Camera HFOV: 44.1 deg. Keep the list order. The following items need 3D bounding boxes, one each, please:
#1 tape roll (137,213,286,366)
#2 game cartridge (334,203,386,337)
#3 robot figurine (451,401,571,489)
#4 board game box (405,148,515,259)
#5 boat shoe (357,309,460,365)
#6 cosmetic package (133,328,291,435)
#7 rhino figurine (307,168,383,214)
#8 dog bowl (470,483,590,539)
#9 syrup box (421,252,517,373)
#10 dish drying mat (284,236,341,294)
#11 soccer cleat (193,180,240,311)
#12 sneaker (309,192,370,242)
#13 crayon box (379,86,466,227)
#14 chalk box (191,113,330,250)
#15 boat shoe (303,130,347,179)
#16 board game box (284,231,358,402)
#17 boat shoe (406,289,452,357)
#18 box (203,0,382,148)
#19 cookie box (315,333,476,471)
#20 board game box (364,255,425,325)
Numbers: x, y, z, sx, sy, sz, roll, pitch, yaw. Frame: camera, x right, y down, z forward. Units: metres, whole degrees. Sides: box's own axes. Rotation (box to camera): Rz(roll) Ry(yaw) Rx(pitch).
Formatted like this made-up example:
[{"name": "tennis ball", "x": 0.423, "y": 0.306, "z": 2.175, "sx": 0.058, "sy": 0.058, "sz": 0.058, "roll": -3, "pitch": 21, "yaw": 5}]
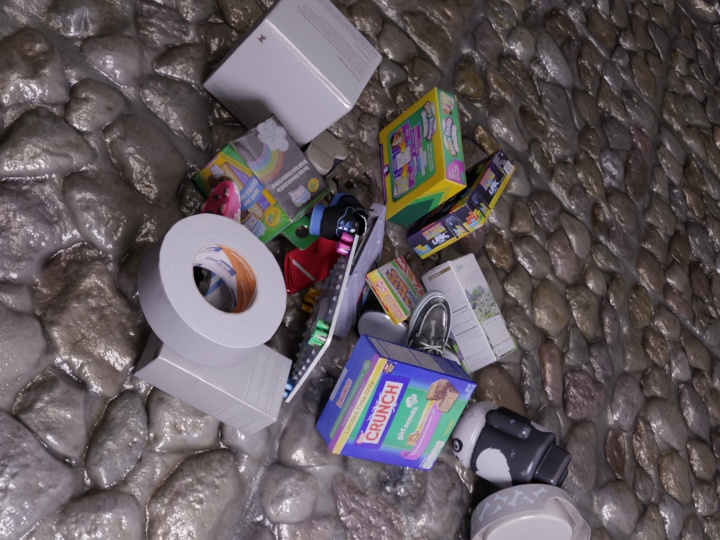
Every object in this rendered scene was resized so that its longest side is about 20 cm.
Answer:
[{"name": "tape roll", "x": -0.200, "y": 0.025, "z": 1.213, "sx": 0.199, "sy": 0.066, "sz": 0.202, "roll": 23, "pitch": 51, "yaw": -31}, {"name": "game cartridge", "x": 0.000, "y": 0.000, "z": 1.482, "sx": 0.038, "sy": 0.130, "sz": 0.201, "roll": 12, "pitch": 48, "yaw": 14}, {"name": "robot figurine", "x": 0.249, "y": 0.304, "z": 1.494, "sx": 0.199, "sy": 0.152, "sz": 0.124, "roll": 25, "pitch": 15, "yaw": 24}, {"name": "board game box", "x": 0.191, "y": -0.128, "z": 1.685, "sx": 0.057, "sy": 0.165, "sz": 0.200, "roll": 48, "pitch": 44, "yaw": -13}, {"name": "boat shoe", "x": 0.082, "y": 0.119, "z": 1.530, "sx": 0.199, "sy": 0.072, "sz": 0.068, "roll": 25, "pitch": 18, "yaw": -13}, {"name": "cosmetic package", "x": -0.204, "y": 0.136, "z": 1.249, "sx": 0.199, "sy": 0.090, "sz": 0.108, "roll": 33, "pitch": 48, "yaw": -21}, {"name": "rhino figurine", "x": -0.035, "y": -0.119, "z": 1.556, "sx": 0.199, "sy": 0.060, "sz": 0.088, "roll": -18, "pitch": 77, "yaw": -44}, {"name": "dog bowl", "x": 0.270, "y": 0.420, "z": 1.448, "sx": 0.199, "sy": 0.200, "sz": 0.059, "roll": 27, "pitch": 36, "yaw": -28}, {"name": "syrup box", "x": 0.201, "y": 0.077, "z": 1.644, "sx": 0.078, "sy": 0.081, "sz": 0.202, "roll": -19, "pitch": 81, "yaw": -47}, {"name": "dish drying mat", "x": -0.055, "y": -0.026, "z": 1.490, "sx": 0.199, "sy": 0.018, "sz": 0.078, "roll": -27, "pitch": 122, "yaw": -46}, {"name": "soccer cleat", "x": -0.209, "y": -0.033, "z": 1.342, "sx": 0.086, "sy": 0.069, "sz": 0.202, "roll": 29, "pitch": 65, "yaw": -44}, {"name": "sneaker", "x": -0.018, "y": -0.080, "z": 1.420, "sx": 0.077, "sy": 0.071, "sz": 0.200, "roll": 14, "pitch": 15, "yaw": 11}, {"name": "crayon box", "x": 0.113, "y": -0.209, "z": 1.654, "sx": 0.058, "sy": 0.172, "sz": 0.202, "roll": 16, "pitch": 58, "yaw": -34}, {"name": "chalk box", "x": -0.143, "y": -0.119, "z": 1.414, "sx": 0.201, "sy": 0.123, "sz": 0.124, "roll": 53, "pitch": 43, "yaw": -7}, {"name": "boat shoe", "x": -0.075, "y": -0.193, "z": 1.551, "sx": 0.073, "sy": 0.063, "sz": 0.200, "roll": 40, "pitch": 23, "yaw": -6}, {"name": "board game box", "x": -0.067, "y": 0.069, "z": 1.331, "sx": 0.026, "sy": 0.200, "sz": 0.201, "roll": 22, "pitch": 52, "yaw": -9}, {"name": "boat shoe", "x": 0.110, "y": 0.135, "z": 1.462, "sx": 0.071, "sy": 0.071, "sz": 0.202, "roll": 12, "pitch": 100, "yaw": -11}, {"name": "box", "x": -0.113, "y": -0.338, "z": 1.503, "sx": 0.199, "sy": 0.199, "sz": 0.172, "roll": 43, "pitch": 44, "yaw": -17}, {"name": "cookie box", "x": 0.056, "y": 0.209, "z": 1.381, "sx": 0.199, "sy": 0.172, "sz": 0.075, "roll": 18, "pitch": 15, "yaw": -33}, {"name": "board game box", "x": 0.064, "y": 0.032, "z": 1.528, "sx": 0.096, "sy": 0.030, "sz": 0.200, "roll": 58, "pitch": 21, "yaw": 1}]
